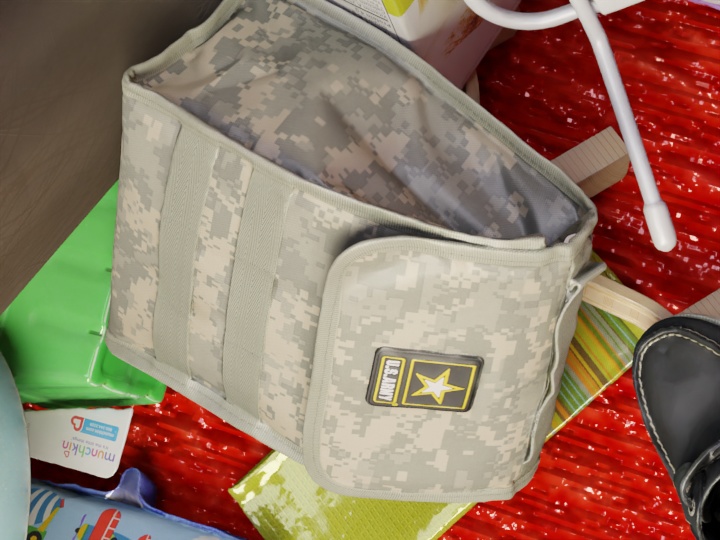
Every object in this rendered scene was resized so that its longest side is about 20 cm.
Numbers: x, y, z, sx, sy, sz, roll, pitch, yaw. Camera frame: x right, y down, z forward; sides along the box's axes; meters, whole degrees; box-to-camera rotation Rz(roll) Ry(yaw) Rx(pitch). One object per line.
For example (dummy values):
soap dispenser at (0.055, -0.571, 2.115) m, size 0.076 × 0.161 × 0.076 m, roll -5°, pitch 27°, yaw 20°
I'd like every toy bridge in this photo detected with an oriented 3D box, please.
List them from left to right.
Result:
toy bridge at (0.087, -0.038, 1.301) m, size 0.067 × 0.027 × 0.200 m, roll -31°, pitch 69°, yaw -15°

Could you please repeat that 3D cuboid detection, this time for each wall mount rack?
wall mount rack at (0.145, -0.107, 1.203) m, size 0.200 × 0.174 × 0.075 m, roll -19°, pitch 41°, yaw 17°

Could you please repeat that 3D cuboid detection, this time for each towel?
towel at (0.035, 0.063, 1.325) m, size 0.200 × 0.018 × 0.086 m, roll -43°, pitch 68°, yaw 10°

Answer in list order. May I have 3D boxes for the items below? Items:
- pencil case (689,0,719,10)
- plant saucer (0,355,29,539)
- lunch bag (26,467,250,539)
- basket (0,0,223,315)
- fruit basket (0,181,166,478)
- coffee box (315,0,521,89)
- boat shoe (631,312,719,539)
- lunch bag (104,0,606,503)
pencil case at (0.179, -0.205, 1.274) m, size 0.085 × 0.084 × 0.200 m, roll -7°, pitch 78°, yaw 44°
plant saucer at (-0.217, 0.113, 1.326) m, size 0.200 × 0.027 × 0.200 m, roll -17°, pitch 67°, yaw 46°
lunch bag at (-0.127, 0.187, 1.343) m, size 0.150 × 0.094 × 0.200 m, roll 12°, pitch 75°, yaw 27°
basket at (-0.157, -0.069, 1.248) m, size 0.136 × 0.180 × 0.200 m, roll 42°, pitch 57°, yaw 0°
fruit basket at (-0.167, -0.010, 1.394) m, size 0.200 × 0.094 × 0.185 m, roll 10°, pitch 85°, yaw 38°
coffee box at (-0.008, -0.224, 1.272) m, size 0.200 × 0.198 × 0.200 m, roll 29°, pitch 76°, yaw 23°
boat shoe at (0.165, 0.094, 1.195) m, size 0.075 × 0.066 × 0.199 m, roll -41°, pitch 64°, yaw 23°
lunch bag at (0.000, 0.000, 1.242) m, size 0.200 × 0.164 × 0.118 m, roll 30°, pitch 50°, yaw 19°
